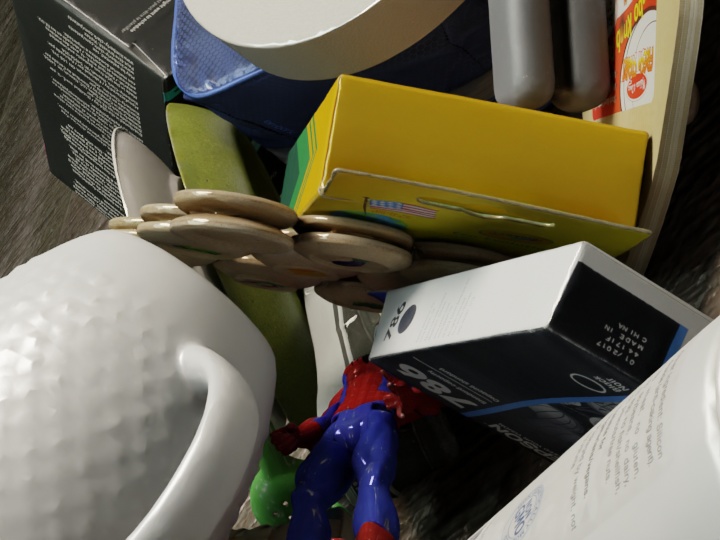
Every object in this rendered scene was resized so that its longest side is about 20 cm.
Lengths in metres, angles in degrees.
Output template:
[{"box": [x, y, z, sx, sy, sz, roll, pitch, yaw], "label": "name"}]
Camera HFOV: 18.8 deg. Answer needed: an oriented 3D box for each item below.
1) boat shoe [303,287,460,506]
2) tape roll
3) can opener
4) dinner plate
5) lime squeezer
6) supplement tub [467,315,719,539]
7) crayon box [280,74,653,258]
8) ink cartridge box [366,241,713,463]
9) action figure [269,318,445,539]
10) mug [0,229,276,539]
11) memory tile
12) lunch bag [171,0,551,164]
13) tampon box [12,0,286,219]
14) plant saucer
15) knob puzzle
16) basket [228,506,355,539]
[{"box": [0.016, 0.044, 1.049, 0.064, 0.071, 0.200, -25, 28, 8], "label": "boat shoe"}, {"box": [-0.003, -0.186, 1.016, 0.202, 0.037, 0.203, -21, 54, 32], "label": "tape roll"}, {"box": [0.082, -0.169, 0.909, 0.067, 0.053, 0.201, 163, 105, -68], "label": "can opener"}, {"box": [-0.072, 0.019, 1.066, 0.024, 0.201, 0.200, -24, 26, 2], "label": "dinner plate"}, {"box": [-0.029, 0.100, 0.980, 0.038, 0.200, 0.071, -33, 52, -1], "label": "lime squeezer"}, {"box": [0.107, 0.095, 0.615, 0.200, 0.132, 0.132, -47, 27, 44], "label": "supplement tub"}, {"box": [0.039, -0.032, 0.892, 0.200, 0.127, 0.051, 144, 136, -79], "label": "crayon box"}, {"box": [0.071, 0.037, 0.830, 0.039, 0.099, 0.200, -64, 16, -14], "label": "ink cartridge box"}, {"box": [-0.001, 0.071, 0.894, 0.065, 0.052, 0.200, -22, 18, 21], "label": "action figure"}, {"box": [-0.106, 0.079, 0.829, 0.176, 0.148, 0.200, -54, 25, -17], "label": "mug"}, {"box": [0.000, 0.000, 0.921, 0.153, 0.199, 0.017, 168, 113, -67], "label": "memory tile"}, {"box": [0.018, -0.135, 1.091, 0.200, 0.132, 0.136, -18, 56, 33], "label": "lunch bag"}, {"box": [-0.100, -0.126, 1.268, 0.150, 0.126, 0.200, -43, -23, -24], "label": "tampon box"}, {"box": [-0.047, 0.000, 1.137, 0.031, 0.200, 0.200, -22, 28, 4], "label": "plant saucer"}, {"box": [0.123, -0.096, 0.900, 0.220, 0.030, 0.220, -178, 90, -85], "label": "knob puzzle"}, {"box": [-0.066, 0.201, 0.922, 0.199, 0.139, 0.177, -18, 42, 25], "label": "basket"}]
